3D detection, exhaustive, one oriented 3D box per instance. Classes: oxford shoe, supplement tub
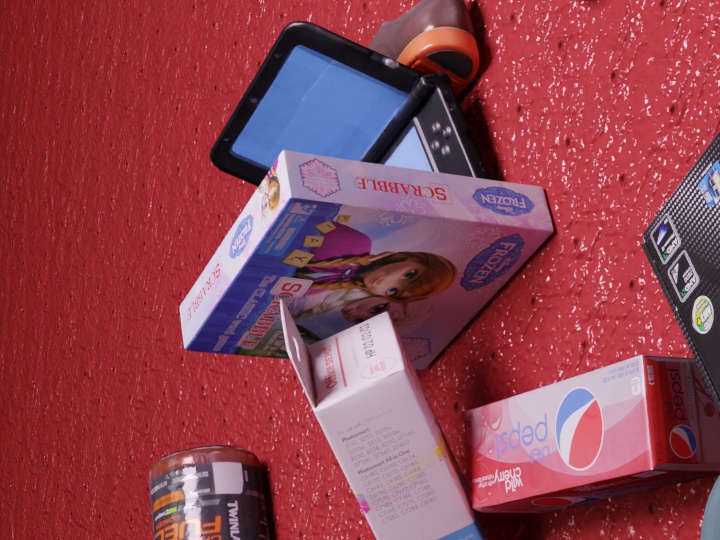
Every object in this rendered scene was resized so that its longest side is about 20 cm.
[{"bbox_3d":[0.027,-0.147,1.257,0.200,0.071,0.073,-36,45,46],"label":"oxford shoe"},{"bbox_3d":[-0.131,0.266,1.452,0.107,0.107,0.200,-44,48,52],"label":"supplement tub"}]

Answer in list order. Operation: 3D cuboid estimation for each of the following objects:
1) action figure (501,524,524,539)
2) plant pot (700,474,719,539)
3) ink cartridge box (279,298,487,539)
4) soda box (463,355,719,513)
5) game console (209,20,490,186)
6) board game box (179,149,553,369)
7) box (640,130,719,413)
[{"bbox_3d":[0.087,0.253,1.073,0.099,0.065,0.200,110,149,-41],"label":"action figure"},{"bbox_3d":[0.242,0.112,0.672,0.188,0.200,0.200,126,141,-70],"label":"plant pot"},{"bbox_3d":[0.017,0.107,1.085,0.115,0.068,0.200,-107,-8,-71],"label":"ink cartridge box"},{"bbox_3d":[0.141,0.104,0.990,0.200,0.063,0.070,-28,61,58],"label":"soda box"},{"bbox_3d":[-0.011,-0.066,1.218,0.200,0.116,0.176,-50,54,53],"label":"game console"},{"bbox_3d":[0.000,0.000,1.130,0.200,0.199,0.041,-52,40,48],"label":"board game box"},{"bbox_3d":[0.240,-0.007,0.830,0.200,0.047,0.193,121,145,-42],"label":"box"}]
